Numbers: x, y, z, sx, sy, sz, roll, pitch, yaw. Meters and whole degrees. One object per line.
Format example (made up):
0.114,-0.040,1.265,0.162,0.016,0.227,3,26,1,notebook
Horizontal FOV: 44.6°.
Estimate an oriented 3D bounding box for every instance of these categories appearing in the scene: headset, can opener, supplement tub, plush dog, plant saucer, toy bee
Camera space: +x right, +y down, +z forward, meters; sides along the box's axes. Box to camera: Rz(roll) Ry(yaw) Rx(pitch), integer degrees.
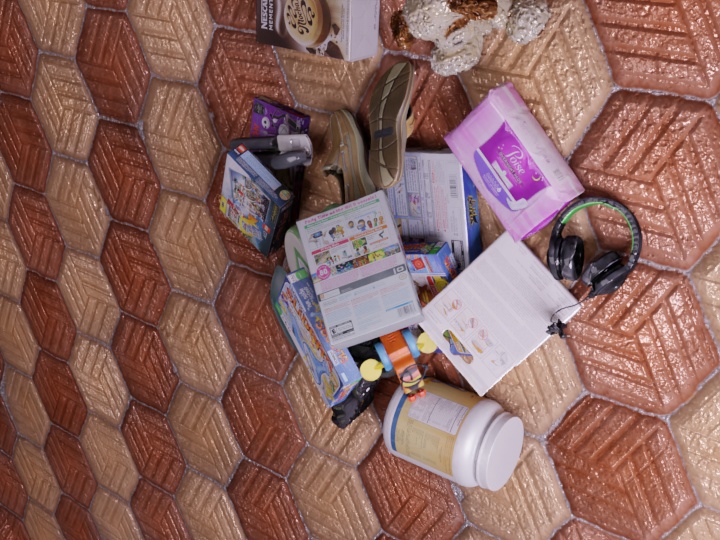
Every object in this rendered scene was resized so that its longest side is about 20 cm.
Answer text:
0.310,-0.004,1.223,0.123,0.094,0.202,26,104,27,headset
-0.165,-0.207,1.536,0.198,0.067,0.054,5,111,39,can opener
0.152,0.266,1.444,0.198,0.144,0.147,17,118,34,supplement tub
0.132,-0.359,1.190,0.199,0.171,0.162,-14,98,43,plush dog
-0.124,0.090,1.607,0.202,0.038,0.202,57,164,26,plant saucer
0.062,0.155,1.411,0.129,0.201,0.110,-13,124,15,toy bee

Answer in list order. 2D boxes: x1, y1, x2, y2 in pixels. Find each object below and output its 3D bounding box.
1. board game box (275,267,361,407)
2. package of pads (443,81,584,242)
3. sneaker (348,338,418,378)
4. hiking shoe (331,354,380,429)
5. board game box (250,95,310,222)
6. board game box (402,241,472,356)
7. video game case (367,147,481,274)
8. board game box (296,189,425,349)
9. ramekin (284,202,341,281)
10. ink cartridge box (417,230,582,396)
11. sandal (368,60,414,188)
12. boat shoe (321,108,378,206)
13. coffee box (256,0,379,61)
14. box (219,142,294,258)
-0.072,0.112,1.434,0.201,0.034,0.136,61,157,15,board game box
0.220,-0.155,1.263,0.201,0.075,0.120,57,137,9,package of pads
0.006,0.124,1.540,0.198,0.076,0.115,7,137,42,sneaker
-0.028,0.203,1.555,0.101,0.076,0.201,42,144,16,hiking shoe
-0.153,-0.201,1.594,0.119,0.032,0.202,29,124,33,board game box
0.114,0.047,1.417,0.134,0.034,0.202,2,126,43,board game box
0.103,-0.095,1.407,0.180,0.045,0.203,7,112,38,video game case
0.000,0.000,1.331,0.146,0.064,0.202,-19,76,10,board game box
-0.049,-0.003,1.479,0.201,0.097,0.201,55,159,33,ramekin
0.206,0.063,1.320,0.200,0.050,0.161,-44,77,10,ink cartridge box
0.055,-0.225,1.371,0.080,0.054,0.203,-1,83,42,sandal
-0.028,-0.174,1.425,0.072,0.075,0.202,108,148,-62,boat shoe
-0.071,-0.410,1.403,0.198,0.080,0.114,19,120,33,coffee box
-0.191,-0.122,1.590,0.137,0.038,0.200,45,153,9,box
